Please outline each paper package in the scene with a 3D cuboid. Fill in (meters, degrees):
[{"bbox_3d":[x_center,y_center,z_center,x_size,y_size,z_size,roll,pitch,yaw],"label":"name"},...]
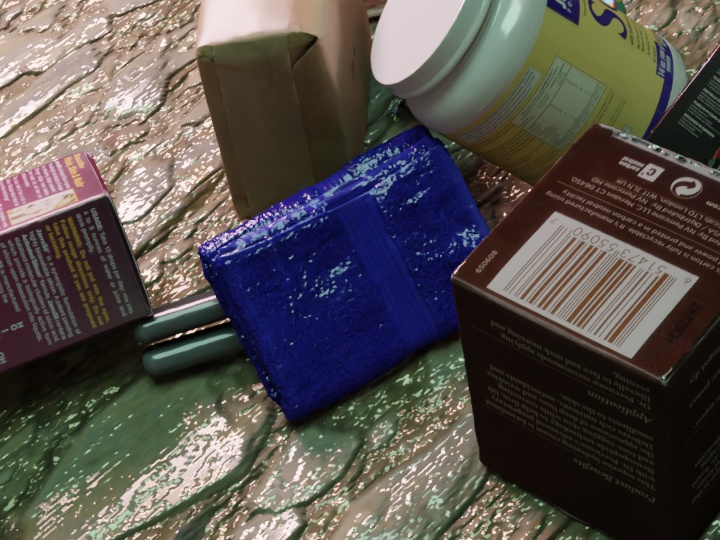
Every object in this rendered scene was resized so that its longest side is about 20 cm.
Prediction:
[{"bbox_3d":[-0.055,-0.172,1.545,0.103,0.191,0.201,-3,47,8],"label":"paper package"}]

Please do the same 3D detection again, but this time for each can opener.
[{"bbox_3d":[-0.070,0.026,1.476,0.199,0.053,0.066,-19,14,-8],"label":"can opener"}]

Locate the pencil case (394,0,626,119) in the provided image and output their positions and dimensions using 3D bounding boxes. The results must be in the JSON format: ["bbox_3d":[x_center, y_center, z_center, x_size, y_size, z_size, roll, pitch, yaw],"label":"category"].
[{"bbox_3d":[0.115,-0.179,1.592,0.199,0.089,0.089,-9,48,3],"label":"pencil case"}]

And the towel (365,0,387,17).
[{"bbox_3d":[0.019,-0.275,1.729,0.199,0.035,0.133,-13,46,-2],"label":"towel"}]

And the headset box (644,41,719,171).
[{"bbox_3d":[0.282,-0.081,1.376,0.149,0.075,0.200,39,102,6],"label":"headset box"}]

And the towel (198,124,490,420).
[{"bbox_3d":[0.000,0.000,1.430,0.200,0.050,0.148,-29,89,-14],"label":"towel"}]

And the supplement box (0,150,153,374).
[{"bbox_3d":[-0.268,0.005,1.462,0.199,0.104,0.131,-21,21,-7],"label":"supplement box"}]

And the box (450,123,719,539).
[{"bbox_3d":[0.178,0.048,1.298,0.166,0.200,0.164,27,58,29],"label":"box"}]

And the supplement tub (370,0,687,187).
[{"bbox_3d":[0.122,-0.146,1.459,0.145,0.200,0.146,-42,33,36],"label":"supplement tub"}]
